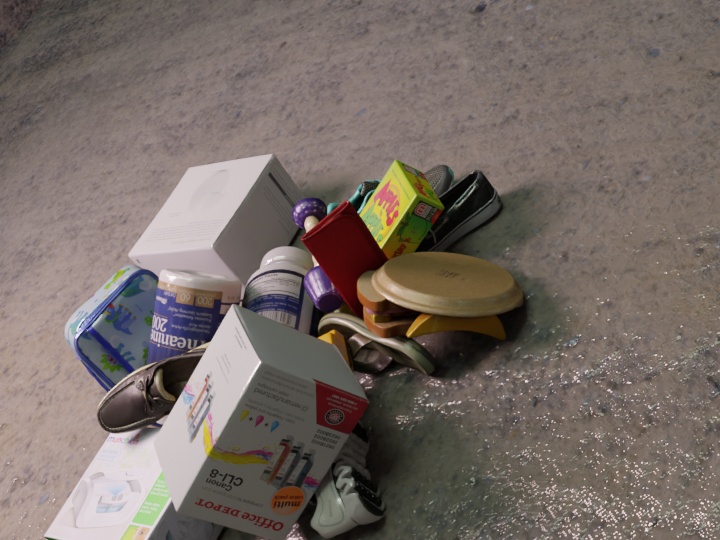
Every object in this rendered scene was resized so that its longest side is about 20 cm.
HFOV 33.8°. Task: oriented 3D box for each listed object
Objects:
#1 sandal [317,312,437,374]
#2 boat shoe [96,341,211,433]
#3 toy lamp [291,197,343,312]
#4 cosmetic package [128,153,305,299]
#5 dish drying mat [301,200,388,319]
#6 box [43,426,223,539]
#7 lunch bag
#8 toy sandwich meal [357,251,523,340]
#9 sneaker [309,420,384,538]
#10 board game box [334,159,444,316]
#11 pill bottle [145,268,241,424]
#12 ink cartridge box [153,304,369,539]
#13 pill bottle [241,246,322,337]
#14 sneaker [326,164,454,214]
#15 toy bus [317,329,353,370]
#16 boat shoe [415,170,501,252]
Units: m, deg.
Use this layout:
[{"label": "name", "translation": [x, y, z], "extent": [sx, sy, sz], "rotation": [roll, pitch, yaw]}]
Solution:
[{"label": "sandal", "translation": [0.010, 0.100, 1.476], "extent": [0.201, 0.080, 0.057], "rotation": [15, 72, 51]}, {"label": "boat shoe", "translation": [-0.245, 0.143, 1.483], "extent": [0.200, 0.073, 0.065], "rotation": [-30, -6, 2]}, {"label": "toy lamp", "translation": [-0.056, -0.019, 1.594], "extent": [0.058, 0.058, 0.200], "rotation": [-30, 37, 11]}, {"label": "cosmetic package", "translation": [-0.217, -0.061, 1.849], "extent": [0.199, 0.123, 0.200], "rotation": [-4, 44, 41]}, {"label": "dish drying mat", "translation": [0.000, 0.000, 1.492], "extent": [0.077, 0.200, 0.018], "rotation": [-40, 44, -5]}, {"label": "box", "translation": [-0.261, 0.292, 1.470], "extent": [0.200, 0.097, 0.177], "rotation": [-1, 49, 44]}, {"label": "lunch bag", "translation": [-0.299, 0.107, 1.642], "extent": [0.161, 0.200, 0.082], "rotation": [-45, 26, -15]}, {"label": "toy sandwich meal", "translation": [0.097, 0.037, 1.439], "extent": [0.205, 0.070, 0.205], "rotation": [4, 20, -2]}, {"label": "sneaker", "translation": [-0.032, 0.223, 1.366], "extent": [0.081, 0.075, 0.200], "rotation": [-37, 31, 16]}, {"label": "board game box", "translation": [0.025, -0.036, 1.572], "extent": [0.200, 0.048, 0.102], "rotation": [-57, 29, 20]}, {"label": "pill bottle", "translation": [-0.225, 0.103, 1.571], "extent": [0.111, 0.111, 0.201], "rotation": [13, 95, 51]}, {"label": "ink cartridge box", "translation": [-0.115, 0.173, 1.328], "extent": [0.200, 0.145, 0.145], "rotation": [-60, 29, 14]}, {"label": "pill bottle", "translation": [-0.107, 0.061, 1.599], "extent": [0.111, 0.111, 0.200], "rotation": [-22, 35, 22]}, {"label": "sneaker", "translation": [0.039, -0.098, 1.680], "extent": [0.200, 0.091, 0.078], "rotation": [-33, 33, 6]}, {"label": "toy bus", "translation": [-0.105, 0.144, 1.459], "extent": [0.200, 0.078, 0.065], "rotation": [-38, 35, 20]}, {"label": "boat shoe", "translation": [0.094, -0.061, 1.599], "extent": [0.199, 0.068, 0.074], "rotation": [-33, 32, 9]}]
